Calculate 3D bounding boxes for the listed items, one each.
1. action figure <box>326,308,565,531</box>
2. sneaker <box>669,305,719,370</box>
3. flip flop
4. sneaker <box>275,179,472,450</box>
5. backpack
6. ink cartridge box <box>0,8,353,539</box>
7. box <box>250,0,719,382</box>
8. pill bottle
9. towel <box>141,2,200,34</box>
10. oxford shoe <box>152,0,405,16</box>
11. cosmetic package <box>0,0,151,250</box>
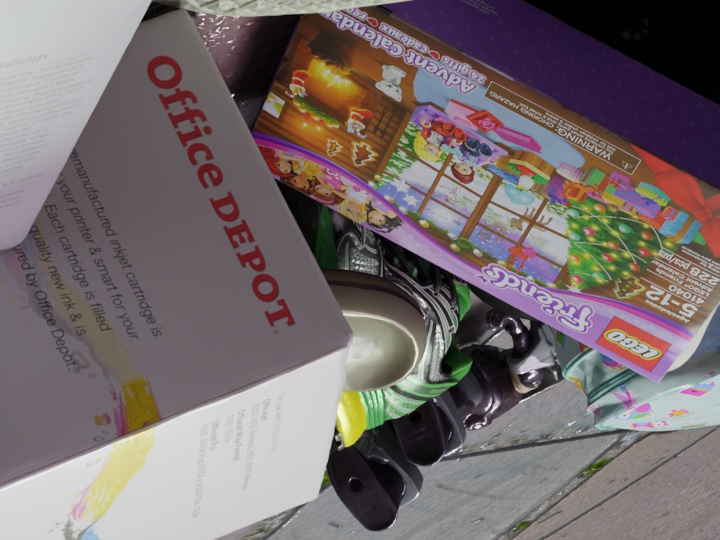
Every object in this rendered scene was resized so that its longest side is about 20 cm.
[{"bbox_3d":[0.044,0.067,1.546,0.130,0.070,0.200,-34,180,21],"label":"action figure"},{"bbox_3d":[0.181,-0.035,1.342,0.084,0.075,0.200,-19,154,-38],"label":"sneaker"},{"bbox_3d":[-0.068,0.038,1.188,0.199,0.058,0.081,3,147,-18],"label":"flip flop"},{"bbox_3d":[0.000,0.000,1.300,0.085,0.078,0.200,-25,149,-4],"label":"sneaker"},{"bbox_3d":[0.186,0.016,1.545,0.167,0.127,0.199,-37,156,34],"label":"backpack"},{"bbox_3d":[-0.123,0.030,1.045,0.199,0.148,0.145,-20,158,-15],"label":"ink cartridge box"},{"bbox_3d":[0.060,-0.044,1.149,0.039,0.199,0.137,-62,180,-32],"label":"box"},{"bbox_3d":[0.096,-0.058,1.259,0.111,0.112,0.200,-20,159,-19],"label":"pill bottle"},{"bbox_3d":[-0.140,-0.028,1.143,0.192,0.035,0.200,-25,158,-6],"label":"towel"},{"bbox_3d":[-0.003,-0.131,1.039,0.199,0.058,0.075,-6,162,-14],"label":"oxford shoe"},{"bbox_3d":[-0.125,-0.091,0.903,0.074,0.102,0.200,-15,158,-33],"label":"cosmetic package"}]
